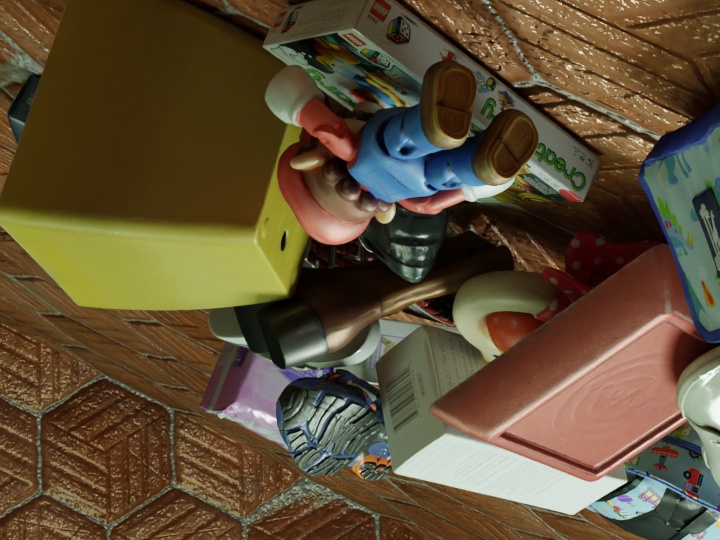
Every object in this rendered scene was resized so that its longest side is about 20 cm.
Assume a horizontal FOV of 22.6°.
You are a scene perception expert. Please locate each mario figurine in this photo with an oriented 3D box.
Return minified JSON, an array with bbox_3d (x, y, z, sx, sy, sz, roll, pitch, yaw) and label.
[{"bbox_3d":[0.020,-0.087,1.115,0.199,0.106,0.124,-13,103,53],"label":"mario figurine"}]

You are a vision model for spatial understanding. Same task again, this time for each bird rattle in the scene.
[{"bbox_3d":[0.145,0.043,1.316,0.162,0.114,0.200,3,162,21],"label":"bird rattle"}]

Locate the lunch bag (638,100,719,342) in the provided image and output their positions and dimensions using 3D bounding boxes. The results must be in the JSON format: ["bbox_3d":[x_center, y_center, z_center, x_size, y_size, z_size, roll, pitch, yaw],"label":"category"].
[{"bbox_3d":[0.249,-0.013,0.961,0.200,0.128,0.170,41,168,-1],"label":"lunch bag"}]

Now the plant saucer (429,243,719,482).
[{"bbox_3d":[0.178,0.078,1.237,0.199,0.200,0.037,25,-147,-50],"label":"plant saucer"}]

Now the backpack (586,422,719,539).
[{"bbox_3d":[0.270,0.168,1.544,0.182,0.135,0.200,28,167,0],"label":"backpack"}]

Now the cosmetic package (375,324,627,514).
[{"bbox_3d":[0.112,0.120,1.423,0.199,0.102,0.074,15,141,-35],"label":"cosmetic package"}]

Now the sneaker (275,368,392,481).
[{"bbox_3d":[-0.021,0.116,1.429,0.079,0.075,0.200,50,-174,25],"label":"sneaker"}]

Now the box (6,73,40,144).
[{"bbox_3d":[-0.234,-0.099,1.717,0.199,0.051,0.158,28,166,2],"label":"box"}]

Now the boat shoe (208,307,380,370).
[{"bbox_3d":[-0.044,0.048,1.514,0.064,0.071,0.199,33,165,-39],"label":"boat shoe"}]

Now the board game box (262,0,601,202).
[{"bbox_3d":[0.046,-0.109,1.166,0.199,0.035,0.126,34,166,-25],"label":"board game box"}]

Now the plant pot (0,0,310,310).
[{"bbox_3d":[-0.125,-0.078,1.313,0.175,0.201,0.200,12,163,14],"label":"plant pot"}]

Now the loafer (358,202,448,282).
[{"bbox_3d":[0.013,-0.048,1.269,0.068,0.071,0.201,0,-162,-14],"label":"loafer"}]

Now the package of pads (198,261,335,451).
[{"bbox_3d":[-0.055,0.064,1.655,0.120,0.201,0.075,31,162,-29],"label":"package of pads"}]

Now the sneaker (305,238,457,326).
[{"bbox_3d":[0.020,-0.004,1.519,0.199,0.078,0.082,30,168,-7],"label":"sneaker"}]

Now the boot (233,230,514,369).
[{"bbox_3d":[0.000,0.000,1.414,0.188,0.199,0.069,20,130,70],"label":"boot"}]

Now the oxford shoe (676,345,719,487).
[{"bbox_3d":[0.265,0.107,1.248,0.200,0.075,0.058,62,-176,-57],"label":"oxford shoe"}]

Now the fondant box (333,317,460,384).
[{"bbox_3d":[0.086,0.081,1.578,0.198,0.059,0.144,7,176,-11],"label":"fondant box"}]
